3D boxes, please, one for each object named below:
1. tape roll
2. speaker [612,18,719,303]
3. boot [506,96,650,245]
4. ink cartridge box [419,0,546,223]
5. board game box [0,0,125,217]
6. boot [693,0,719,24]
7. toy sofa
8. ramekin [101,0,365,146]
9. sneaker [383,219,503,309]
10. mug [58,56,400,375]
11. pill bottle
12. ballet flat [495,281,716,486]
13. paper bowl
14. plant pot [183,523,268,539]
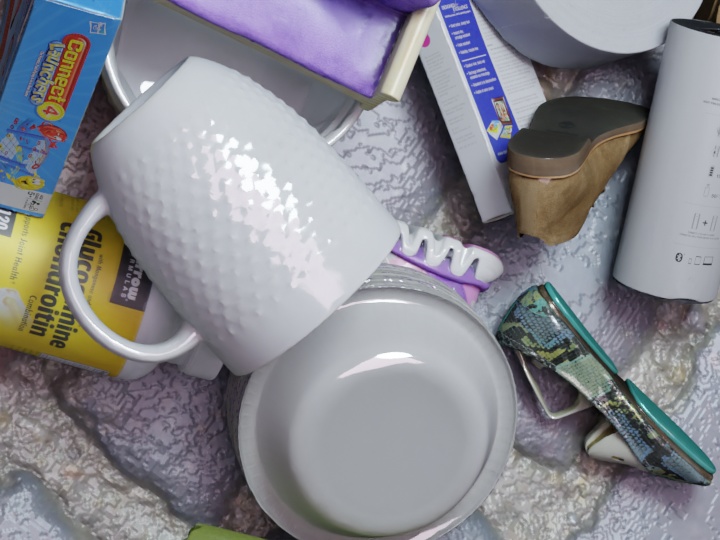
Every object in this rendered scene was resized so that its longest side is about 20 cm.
[{"bbox_3d":[0.165,-0.252,1.699,0.200,0.066,0.201,4,82,-32],"label":"tape roll"},{"bbox_3d":[0.244,-0.082,1.687,0.081,0.081,0.201,7,105,-14],"label":"speaker"},{"bbox_3d":[0.156,-0.077,1.676,0.073,0.200,0.076,11,114,25],"label":"boot"},{"bbox_3d":[0.091,-0.140,1.687,0.095,0.037,0.200,-21,92,-52],"label":"ink cartridge box"},{"bbox_3d":[-0.198,-0.173,1.514,0.056,0.196,0.200,15,48,-13],"label":"board game box"},{"bbox_3d":[0.327,-0.160,1.758,0.154,0.074,0.200,20,93,-9],"label":"boot"},{"bbox_3d":[-0.050,-0.189,1.536,0.200,0.098,0.083,25,78,-12],"label":"toy sofa"},{"bbox_3d":[-0.094,-0.159,1.626,0.200,0.105,0.201,2,84,-16],"label":"ramekin"},{"bbox_3d":[0.000,0.000,1.653,0.200,0.080,0.089,19,90,-12],"label":"sneaker"},{"bbox_3d":[-0.104,-0.028,1.492,0.200,0.148,0.175,-42,100,-5],"label":"mug"},{"bbox_3d":[-0.186,0.010,1.579,0.200,0.112,0.112,16,80,-13],"label":"pill bottle"},{"bbox_3d":[0.176,0.098,1.702,0.074,0.074,0.200,-43,94,-15],"label":"ballet flat"},{"bbox_3d":[0.011,0.103,1.596,0.200,0.104,0.201,-3,107,-10],"label":"paper bowl"},{"bbox_3d":[-0.051,0.262,1.568,0.190,0.200,0.200,23,79,1],"label":"plant pot"}]
